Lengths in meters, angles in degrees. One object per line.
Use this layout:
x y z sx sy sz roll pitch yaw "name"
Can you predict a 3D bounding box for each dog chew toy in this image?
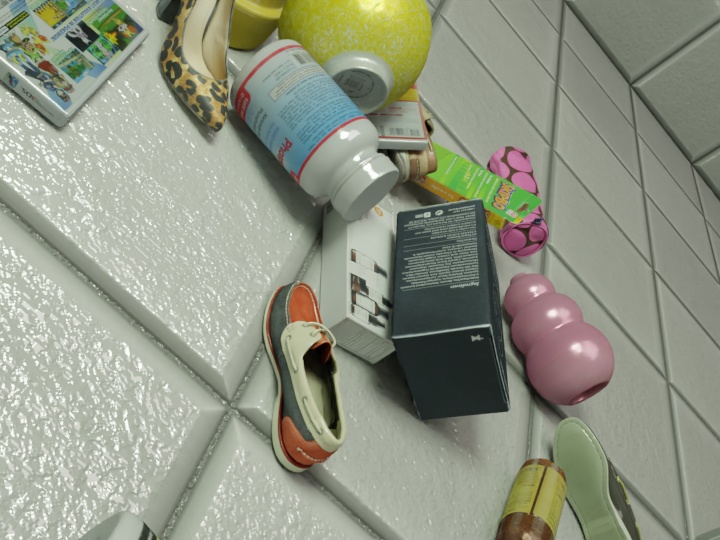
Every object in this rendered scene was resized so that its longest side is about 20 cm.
0.276 0.091 1.110 0.124 0.124 0.201 8 47 -49 "dog chew toy"

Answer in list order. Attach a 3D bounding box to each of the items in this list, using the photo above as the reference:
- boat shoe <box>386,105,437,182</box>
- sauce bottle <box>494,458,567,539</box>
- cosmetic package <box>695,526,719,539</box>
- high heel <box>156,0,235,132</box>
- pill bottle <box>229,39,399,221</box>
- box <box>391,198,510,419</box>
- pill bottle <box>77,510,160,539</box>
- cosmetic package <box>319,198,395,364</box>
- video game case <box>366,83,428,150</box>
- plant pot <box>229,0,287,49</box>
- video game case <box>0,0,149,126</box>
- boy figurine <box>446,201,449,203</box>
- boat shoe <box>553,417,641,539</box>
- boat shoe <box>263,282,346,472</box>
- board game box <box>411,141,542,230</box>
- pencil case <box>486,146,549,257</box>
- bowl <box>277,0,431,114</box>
0.071 -0.205 1.118 0.071 0.076 0.202 -3 54 -5 "boat shoe"
0.185 0.292 0.859 0.066 0.066 0.200 53 34 -3 "sauce bottle"
0.608 0.510 1.193 0.201 0.090 0.107 52 30 1 "cosmetic package"
-0.156 -0.265 0.836 0.071 0.142 0.202 4 58 -50 "high heel"
-0.050 -0.157 0.878 0.200 0.109 0.108 49 31 12 "pill bottle"
0.104 0.043 0.882 0.201 0.106 0.149 -85 161 -46 "box"
-0.115 0.255 0.457 0.201 0.114 0.114 50 33 -7 "pill bottle"
0.000 0.000 0.889 0.082 0.050 0.202 32 39 -33 "cosmetic package"
0.013 -0.247 1.083 0.141 0.018 0.202 1 53 -9 "video game case"
-0.139 -0.415 0.950 0.200 0.188 0.202 33 38 -30 "plant pot"
-0.313 -0.250 0.734 0.182 0.022 0.201 42 34 -20 "video game case"
0.142 -0.044 1.102 0.124 0.064 0.201 42 37 -14 "boy figurine"
0.314 0.294 1.022 0.060 0.071 0.203 5 64 -55 "boat shoe"
-0.049 0.089 0.736 0.071 0.062 0.202 26 41 -34 "boat shoe"
0.159 -0.123 1.122 0.199 0.030 0.095 30 40 24 "board game box"
0.264 -0.125 1.313 0.093 0.091 0.202 20 43 -23 "pencil case"
-0.006 -0.259 0.954 0.199 0.199 0.109 28 47 -35 "bowl"
